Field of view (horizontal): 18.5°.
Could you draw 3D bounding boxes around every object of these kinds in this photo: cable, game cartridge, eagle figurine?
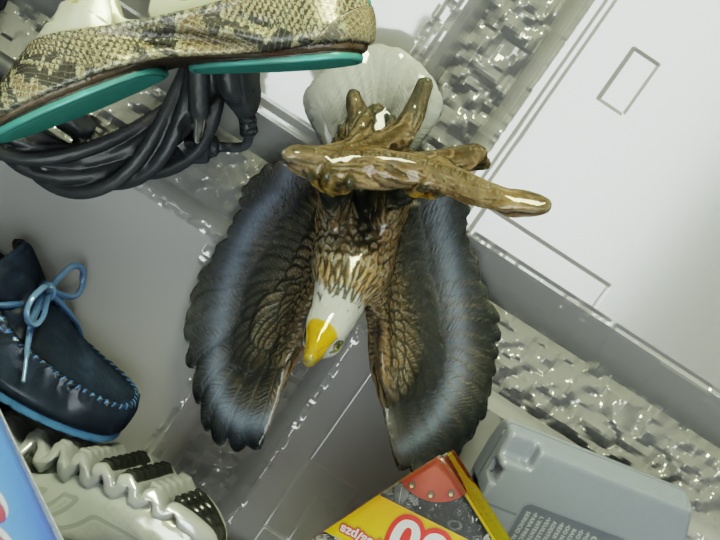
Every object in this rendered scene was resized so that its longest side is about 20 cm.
[{"bbox_3d":[-0.137,-0.139,1.113,0.161,0.051,0.202,-7,112,10],"label":"cable"},{"bbox_3d":[0.091,0.185,1.212,0.132,0.041,0.201,24,112,-14],"label":"game cartridge"},{"bbox_3d":[-0.005,0.004,1.123,0.152,0.150,0.201,46,150,25],"label":"eagle figurine"}]

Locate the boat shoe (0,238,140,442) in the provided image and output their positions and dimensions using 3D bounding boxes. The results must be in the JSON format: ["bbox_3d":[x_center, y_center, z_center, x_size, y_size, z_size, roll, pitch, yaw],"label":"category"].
[{"bbox_3d":[-0.194,0.013,1.149,0.199,0.084,0.069,35,104,-12],"label":"boat shoe"}]

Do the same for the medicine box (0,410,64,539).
[{"bbox_3d":[-0.249,0.143,1.061,0.199,0.103,0.183,-26,94,-12],"label":"medicine box"}]

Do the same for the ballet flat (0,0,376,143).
[{"bbox_3d":[-0.093,-0.118,1.062,0.198,0.068,0.076,-12,89,5],"label":"ballet flat"}]

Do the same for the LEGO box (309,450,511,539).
[{"bbox_3d":[0.035,0.214,1.105,0.148,0.077,0.201,-33,85,4],"label":"LEGO box"}]

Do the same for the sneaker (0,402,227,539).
[{"bbox_3d":[-0.163,0.123,1.166,0.198,0.075,0.082,17,92,19],"label":"sneaker"}]
